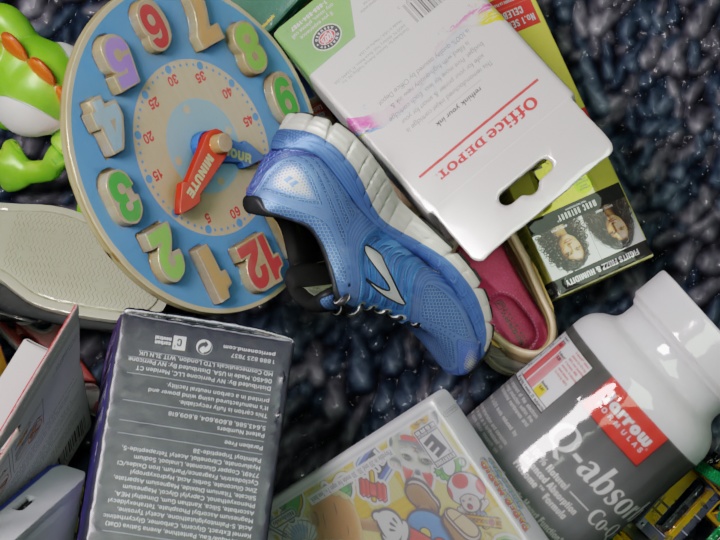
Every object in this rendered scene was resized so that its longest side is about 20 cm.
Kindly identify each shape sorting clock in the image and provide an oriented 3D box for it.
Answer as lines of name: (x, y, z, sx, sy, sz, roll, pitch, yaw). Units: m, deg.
shape sorting clock: (-0.092, -0.073, 1.080, 0.200, 0.039, 0.200, 11, 75, -47)

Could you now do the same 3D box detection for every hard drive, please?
hard drive: (-0.208, 0.225, 1.056, 0.025, 0.132, 0.200, 16, 105, 9)

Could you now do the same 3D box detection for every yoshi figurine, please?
yoshi figurine: (-0.178, -0.084, 1.169, 0.200, 0.112, 0.112, 50, 37, -12)

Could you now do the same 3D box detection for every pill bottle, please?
pill bottle: (0.142, 0.099, 1.134, 0.200, 0.116, 0.116, -42, 89, 7)

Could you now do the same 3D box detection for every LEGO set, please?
LEGO set: (0.208, 0.212, 1.130, 0.116, 0.154, 0.200, 43, 80, -18)

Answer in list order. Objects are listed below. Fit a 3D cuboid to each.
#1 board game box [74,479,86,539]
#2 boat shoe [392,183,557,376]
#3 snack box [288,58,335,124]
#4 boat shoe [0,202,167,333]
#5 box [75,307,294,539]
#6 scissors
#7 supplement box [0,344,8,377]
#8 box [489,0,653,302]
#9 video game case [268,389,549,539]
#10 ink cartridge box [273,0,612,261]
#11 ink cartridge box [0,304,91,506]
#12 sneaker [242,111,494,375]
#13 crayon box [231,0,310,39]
board game box: (-0.174, 0.191, 1.156, 0.200, 0.023, 0.105, 31, 78, -2)
boat shoe: (0.066, -0.022, 1.188, 0.074, 0.069, 0.200, -37, 88, -10)
snack box: (-0.091, -0.081, 1.141, 0.200, 0.024, 0.072, -22, 86, -48)
boat shoe: (-0.211, 0.001, 1.137, 0.200, 0.068, 0.072, 12, 57, 9)
box: (-0.112, 0.140, 1.086, 0.104, 0.148, 0.200, 10, 73, -9)
scissors: (-0.179, 0.085, 1.176, 0.073, 0.014, 0.200, -39, 89, -12)
supplement box: (-0.302, 0.102, 1.074, 0.086, 0.110, 0.200, 31, 63, 20)
box: (0.117, -0.083, 1.212, 0.075, 0.050, 0.200, -23, 85, -8)
video game case: (0.034, 0.189, 1.108, 0.182, 0.200, 0.023, 56, 40, 3)
ink cartridge box: (0.055, -0.103, 1.141, 0.117, 0.067, 0.200, -39, 72, -1)
ink cartridge box: (-0.220, 0.127, 1.041, 0.045, 0.176, 0.200, 24, 62, 7)
sneaker: (0.000, 0.000, 1.104, 0.200, 0.079, 0.089, 46, 72, -25)
crayon box: (-0.043, -0.256, 1.212, 0.119, 0.058, 0.200, 42, 80, 0)
